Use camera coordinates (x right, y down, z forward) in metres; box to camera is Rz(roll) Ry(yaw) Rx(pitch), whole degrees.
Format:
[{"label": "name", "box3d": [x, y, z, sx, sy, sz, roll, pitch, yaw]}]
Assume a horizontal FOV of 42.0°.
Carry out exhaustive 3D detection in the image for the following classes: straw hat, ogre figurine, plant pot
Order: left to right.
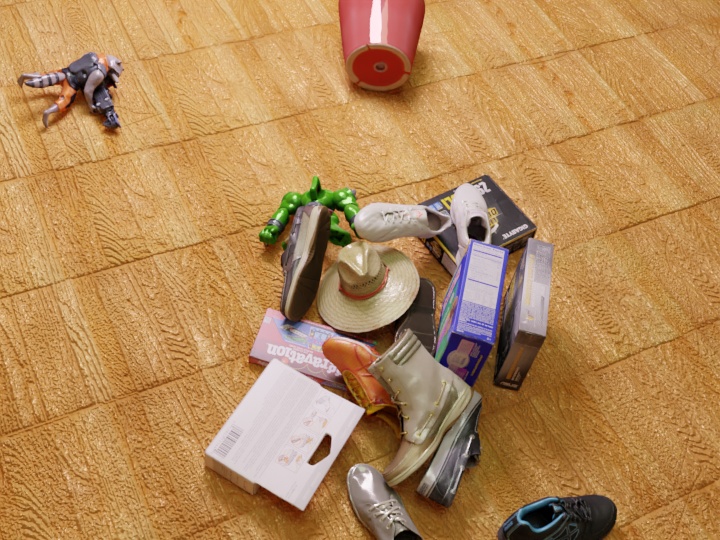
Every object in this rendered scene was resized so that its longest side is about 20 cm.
[{"label": "ogre figurine", "box3d": [-0.076, -0.098, 1.684, 0.196, 0.099, 0.122, -17, 44, 23]}, {"label": "straw hat", "box3d": [0.000, 0.000, 1.590, 0.196, 0.086, 0.204, -11, 44, 10]}, {"label": "plant pot", "box3d": [0.043, -0.495, 1.984, 0.195, 0.202, 0.181, 6, 59, -5]}]

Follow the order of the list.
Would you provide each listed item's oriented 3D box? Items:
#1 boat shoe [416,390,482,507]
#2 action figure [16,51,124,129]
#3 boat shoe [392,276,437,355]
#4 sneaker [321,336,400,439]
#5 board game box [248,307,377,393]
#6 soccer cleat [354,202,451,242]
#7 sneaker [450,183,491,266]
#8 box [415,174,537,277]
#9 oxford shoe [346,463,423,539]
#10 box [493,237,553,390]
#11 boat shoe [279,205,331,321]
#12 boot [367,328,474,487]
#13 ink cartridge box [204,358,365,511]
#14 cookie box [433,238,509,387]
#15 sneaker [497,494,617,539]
[{"label": "boat shoe", "box3d": [0.156, 0.276, 1.449, 0.067, 0.072, 0.201, 29, 49, 6]}, {"label": "action figure", "box3d": [-0.538, -0.353, 1.805, 0.191, 0.106, 0.200, -31, 60, -19]}, {"label": "boat shoe", "box3d": [0.090, 0.109, 1.577, 0.071, 0.068, 0.202, 22, 49, -4]}, {"label": "sneaker", "box3d": [0.015, 0.180, 1.476, 0.199, 0.073, 0.077, 40, 50, 3]}, {"label": "board game box", "box3d": [-0.077, 0.134, 1.553, 0.196, 0.020, 0.104, 16, 52, 2]}, {"label": "soccer cleat", "box3d": [0.074, -0.087, 1.632, 0.197, 0.077, 0.071, -2, 82, -42]}, {"label": "sneaker", "box3d": [0.207, -0.090, 1.675, 0.073, 0.101, 0.203, 3, 50, -6]}, {"label": "box", "box3d": [0.209, -0.085, 1.767, 0.197, 0.050, 0.160, -24, 58, -26]}, {"label": "oxford shoe", "box3d": [0.042, 0.363, 1.367, 0.074, 0.058, 0.202, -17, 55, -20]}, {"label": "box", "box3d": [0.275, 0.074, 1.579, 0.047, 0.160, 0.203, 14, 51, 1]}, {"label": "boat shoe", "box3d": [-0.103, -0.014, 1.593, 0.064, 0.073, 0.204, 8, 72, 29]}, {"label": "boot", "box3d": [0.062, 0.207, 1.420, 0.154, 0.072, 0.201, 43, 71, -6]}, {"label": "ink cartridge box", "box3d": [-0.113, 0.254, 1.432, 0.174, 0.045, 0.201, 27, 52, 12]}, {"label": "cookie box", "box3d": [0.176, 0.082, 1.547, 0.074, 0.173, 0.202, 17, 49, 0]}, {"label": "sneaker", "box3d": [0.304, 0.373, 1.393, 0.196, 0.083, 0.074, -10, 52, -20]}]
